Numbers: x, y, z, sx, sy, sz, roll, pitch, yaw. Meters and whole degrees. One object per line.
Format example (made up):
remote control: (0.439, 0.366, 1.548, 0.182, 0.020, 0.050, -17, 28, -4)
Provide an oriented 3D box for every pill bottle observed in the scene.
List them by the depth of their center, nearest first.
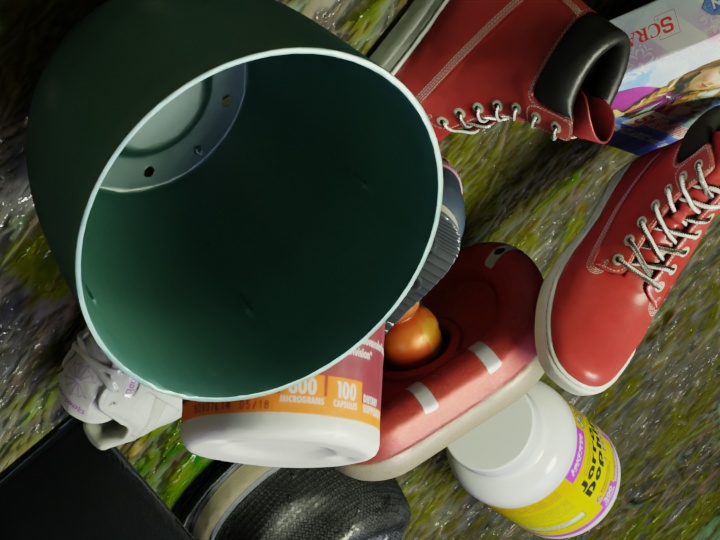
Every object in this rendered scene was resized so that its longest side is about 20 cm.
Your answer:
pill bottle: (-0.041, 0.006, 1.488, 0.114, 0.200, 0.114, 2, 167, 0)
pill bottle: (0.130, 0.143, 2.043, 0.104, 0.104, 0.200, -44, 154, 4)

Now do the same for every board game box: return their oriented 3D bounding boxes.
board game box: (0.231, -0.138, 1.728, 0.199, 0.041, 0.200, -22, 163, 28)

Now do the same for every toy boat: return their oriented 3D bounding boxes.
toy boat: (0.033, 0.040, 1.771, 0.200, 0.130, 0.131, -33, 123, -17)

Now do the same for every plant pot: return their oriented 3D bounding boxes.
plant pot: (-0.083, -0.059, 1.354, 0.200, 0.161, 0.201, -15, 126, -22)

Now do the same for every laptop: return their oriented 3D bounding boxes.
laptop: (-0.187, 0.224, 1.719, 0.187, 0.116, 0.200, -40, 151, -2)

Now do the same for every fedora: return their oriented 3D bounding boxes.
fedora: (-0.034, 0.182, 1.893, 0.200, 0.092, 0.201, -32, 152, -19)

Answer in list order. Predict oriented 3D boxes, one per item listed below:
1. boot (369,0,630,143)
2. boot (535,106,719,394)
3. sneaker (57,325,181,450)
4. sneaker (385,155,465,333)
boot: (0.075, -0.093, 1.569, 0.072, 0.144, 0.200, -9, 141, -50)
boot: (0.194, -0.018, 1.716, 0.144, 0.072, 0.200, -37, -158, 56)
sneaker: (-0.134, 0.046, 1.575, 0.100, 0.075, 0.200, -32, 152, -21)
sneaker: (0.000, 0.000, 1.701, 0.070, 0.082, 0.200, 37, 127, -21)
